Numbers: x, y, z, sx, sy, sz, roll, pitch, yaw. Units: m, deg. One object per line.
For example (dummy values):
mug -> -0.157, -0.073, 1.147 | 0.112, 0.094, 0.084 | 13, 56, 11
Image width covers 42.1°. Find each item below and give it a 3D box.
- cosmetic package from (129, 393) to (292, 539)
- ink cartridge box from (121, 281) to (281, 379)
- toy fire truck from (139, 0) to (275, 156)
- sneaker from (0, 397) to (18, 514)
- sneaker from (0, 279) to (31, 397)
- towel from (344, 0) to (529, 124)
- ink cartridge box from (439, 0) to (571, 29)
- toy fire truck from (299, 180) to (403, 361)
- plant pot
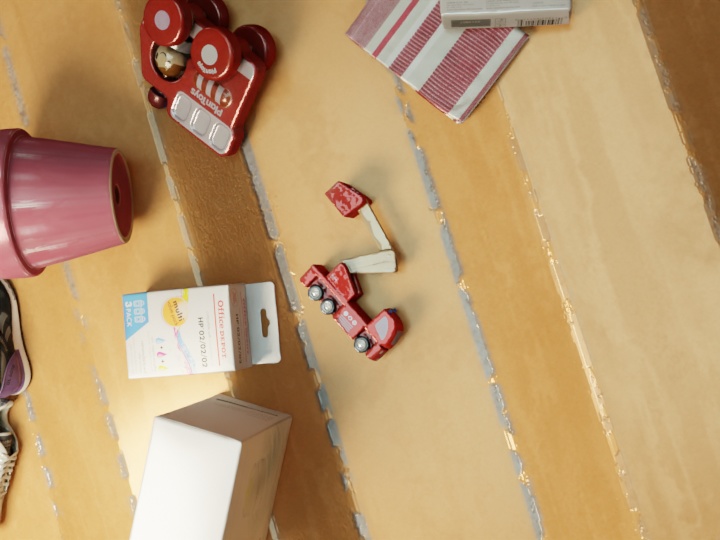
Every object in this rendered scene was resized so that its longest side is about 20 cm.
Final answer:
cosmetic package -> -0.187, 0.280, 1.185 | 0.122, 0.200, 0.202 | 13, 94, 14
ink cartridge box -> -0.214, 0.079, 1.259 | 0.197, 0.068, 0.117 | -6, 89, 14
toy fire truck -> -0.220, -0.269, 1.248 | 0.199, 0.112, 0.169 | 36, 117, 13
sneaker -> -0.534, 0.283, 1.345 | 0.079, 0.076, 0.203 | -5, 90, 5
sneaker -> -0.535, 0.082, 1.333 | 0.075, 0.087, 0.202 | -23, 84, 14
towel -> 0.097, -0.302, 1.202 | 0.200, 0.023, 0.145 | 40, 97, 10
ink cartridge box -> 0.180, -0.405, 1.163 | 0.160, 0.057, 0.203 | -1, 79, 8
toy fire truck -> 0.000, 0.000, 1.213 | 0.141, 0.049, 0.200 | -45, 80, 10
plant pot -> -0.407, -0.093, 1.257 | 0.177, 0.200, 0.203 | -4, 89, -1
